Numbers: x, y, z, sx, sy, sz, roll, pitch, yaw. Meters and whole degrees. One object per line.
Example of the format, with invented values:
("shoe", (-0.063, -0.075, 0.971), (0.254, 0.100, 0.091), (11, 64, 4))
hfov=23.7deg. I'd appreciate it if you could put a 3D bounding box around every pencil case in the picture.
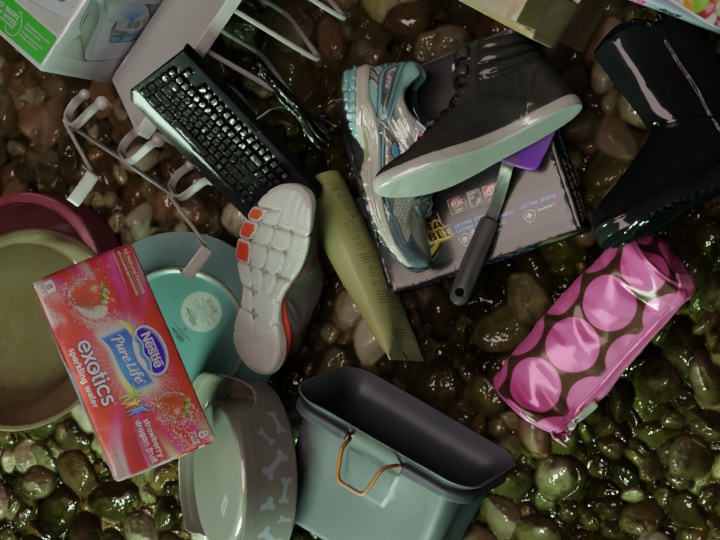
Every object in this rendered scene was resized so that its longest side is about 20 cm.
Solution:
("pencil case", (0.214, 0.058, 1.535), (0.200, 0.091, 0.094), (-53, 40, 15))

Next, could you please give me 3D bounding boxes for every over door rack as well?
("over door rack", (-0.208, -0.093, 1.637), (0.148, 0.200, 0.067), (34, 107, -26))

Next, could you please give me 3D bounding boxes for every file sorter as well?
("file sorter", (-0.124, -0.213, 1.644), (0.200, 0.125, 0.139), (-55, 31, 14))

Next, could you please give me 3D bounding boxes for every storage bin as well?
("storage bin", (0.019, 0.202, 1.599), (0.200, 0.146, 0.134), (27, 110, 22))

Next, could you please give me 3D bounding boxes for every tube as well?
("tube", (0.000, 0.000, 1.638), (0.200, 0.058, 0.052), (62, 153, 15))

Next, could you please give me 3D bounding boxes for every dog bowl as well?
("dog bowl", (-0.117, 0.195, 1.639), (0.200, 0.059, 0.200), (179, 90, -67))

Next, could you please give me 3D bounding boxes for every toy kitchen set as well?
("toy kitchen set", (0.138, -0.313, 1.506), (0.163, 0.200, 0.180), (30, 101, 20))

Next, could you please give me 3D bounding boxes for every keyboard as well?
("keyboard", (-0.105, -0.131, 1.584), (0.127, 0.021, 0.200), (-36, 121, 14))

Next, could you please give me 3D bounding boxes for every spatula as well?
("spatula", (0.123, -0.061, 1.559), (0.057, 0.021, 0.200), (22, 99, 14))

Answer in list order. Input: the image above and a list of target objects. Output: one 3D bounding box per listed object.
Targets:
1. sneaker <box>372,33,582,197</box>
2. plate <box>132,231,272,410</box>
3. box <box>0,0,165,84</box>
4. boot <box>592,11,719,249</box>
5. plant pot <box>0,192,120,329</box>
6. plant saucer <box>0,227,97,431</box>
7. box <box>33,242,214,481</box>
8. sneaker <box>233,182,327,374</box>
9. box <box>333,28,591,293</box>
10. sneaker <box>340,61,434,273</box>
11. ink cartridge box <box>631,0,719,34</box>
("sneaker", (0.087, -0.141, 1.525), (0.200, 0.071, 0.099), (-26, 74, -4))
("plate", (-0.179, 0.061, 1.702), (0.200, 0.026, 0.200), (1, 99, 5))
("box", (-0.243, -0.282, 1.675), (0.097, 0.200, 0.176), (41, 104, 18))
("boot", (0.248, -0.128, 1.491), (0.200, 0.076, 0.168), (-28, 76, -17))
("plant pot", (-0.364, 0.019, 1.738), (0.200, 0.179, 0.200), (0, 91, 24))
("plant saucer", (-0.324, 0.055, 1.635), (0.029, 0.200, 0.200), (20, 99, 49))
("box", (-0.219, 0.086, 1.582), (0.100, 0.095, 0.200), (-23, 88, -11))
("sneaker", (-0.070, 0.001, 1.646), (0.077, 0.082, 0.200), (31, 122, 27))
("box", (0.094, -0.101, 1.609), (0.200, 0.050, 0.199), (-19, 83, 22))
("sneaker", (0.043, -0.099, 1.566), (0.086, 0.078, 0.200), (-15, 86, 13))
("ink cartridge box", (0.317, -0.265, 1.472), (0.200, 0.042, 0.119), (20, 93, -5))
